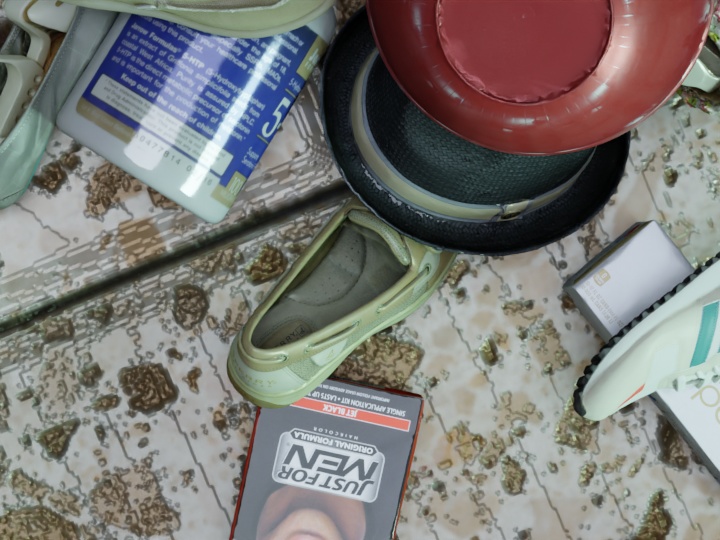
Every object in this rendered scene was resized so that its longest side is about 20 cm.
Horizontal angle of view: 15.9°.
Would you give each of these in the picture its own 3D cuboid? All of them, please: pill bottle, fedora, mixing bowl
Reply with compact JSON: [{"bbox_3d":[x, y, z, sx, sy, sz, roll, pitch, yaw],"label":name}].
[{"bbox_3d":[-0.084,-0.141,1.553,0.119,0.120,0.201,31,90,-1],"label":"pill bottle"},{"bbox_3d":[0.080,-0.106,1.541,0.199,0.092,0.202,6,71,-16],"label":"fedora"},{"bbox_3d":[0.092,-0.148,1.407,0.199,0.108,0.202,2,106,8],"label":"mixing bowl"}]

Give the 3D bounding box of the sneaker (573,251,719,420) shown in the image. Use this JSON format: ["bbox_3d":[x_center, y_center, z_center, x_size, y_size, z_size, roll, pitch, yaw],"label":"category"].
[{"bbox_3d":[0.221,0.041,1.519,0.199,0.070,0.094,-38,85,-5],"label":"sneaker"}]

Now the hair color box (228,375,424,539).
[{"bbox_3d":[-0.030,0.164,1.581,0.101,0.061,0.201,12,90,-1],"label":"hair color box"}]

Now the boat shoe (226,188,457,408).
[{"bbox_3d":[-0.002,-0.001,1.553,0.073,0.063,0.200,43,66,15],"label":"boat shoe"}]

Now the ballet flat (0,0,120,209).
[{"bbox_3d":[-0.198,-0.133,1.571,0.067,0.064,0.201,27,91,44],"label":"ballet flat"}]

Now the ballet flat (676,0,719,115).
[{"bbox_3d":[0.158,-0.162,1.514,0.199,0.064,0.076,34,132,-1],"label":"ballet flat"}]

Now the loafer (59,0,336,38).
[{"bbox_3d":[-0.104,-0.178,1.466,0.199,0.068,0.076,3,79,19],"label":"loafer"}]

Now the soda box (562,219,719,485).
[{"bbox_3d":[0.212,0.066,1.586,0.068,0.064,0.200,-39,90,-1],"label":"soda box"}]
